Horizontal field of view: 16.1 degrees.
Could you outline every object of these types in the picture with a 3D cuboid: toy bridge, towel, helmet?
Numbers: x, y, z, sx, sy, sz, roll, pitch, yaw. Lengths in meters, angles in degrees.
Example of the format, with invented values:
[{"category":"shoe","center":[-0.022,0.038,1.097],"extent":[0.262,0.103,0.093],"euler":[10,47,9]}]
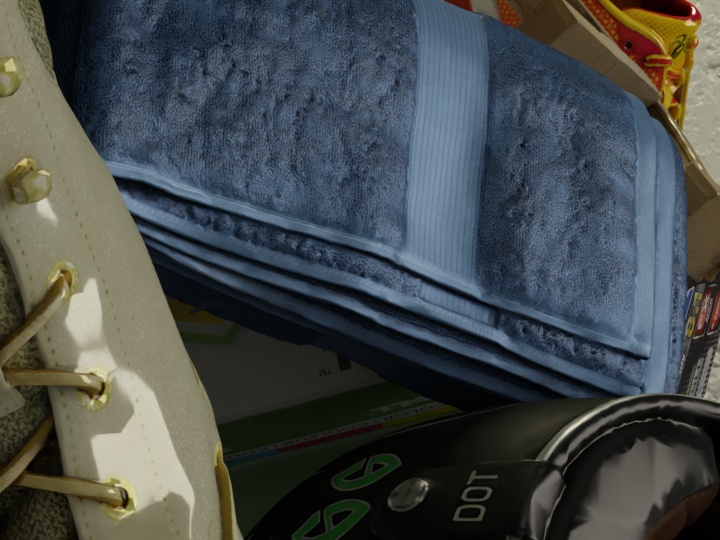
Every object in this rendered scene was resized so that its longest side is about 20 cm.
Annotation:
[{"category":"toy bridge","center":[0.075,-0.065,0.843],"extent":[0.067,0.027,0.200],"euler":[34,19,-50]},{"category":"towel","center":[0.002,-0.031,0.676],"extent":[0.200,0.049,0.112],"euler":[21,59,-26]},{"category":"helmet","center":[0.045,0.134,0.662],"extent":[0.200,0.191,0.201],"euler":[18,55,-29]}]

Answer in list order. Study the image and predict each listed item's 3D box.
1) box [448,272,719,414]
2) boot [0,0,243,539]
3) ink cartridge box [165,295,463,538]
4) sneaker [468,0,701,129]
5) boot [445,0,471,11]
[{"category":"box","center":[0.064,0.084,0.839],"extent":[0.160,0.044,0.201],"euler":[-7,111,-69]},{"category":"boot","center":[-0.065,0.030,0.467],"extent":[0.200,0.072,0.155],"euler":[-105,177,-51]},{"category":"ink cartridge box","center":[-0.024,-0.001,0.747],"extent":[0.059,0.103,0.201],"euler":[50,27,-75]},{"category":"sneaker","center":[0.090,-0.059,0.930],"extent":[0.073,0.077,0.201],"euler":[-46,125,-55]},{"category":"boot","center":[-0.016,-0.128,1.013],"extent":[0.107,0.200,0.075],"euler":[16,96,-50]}]
